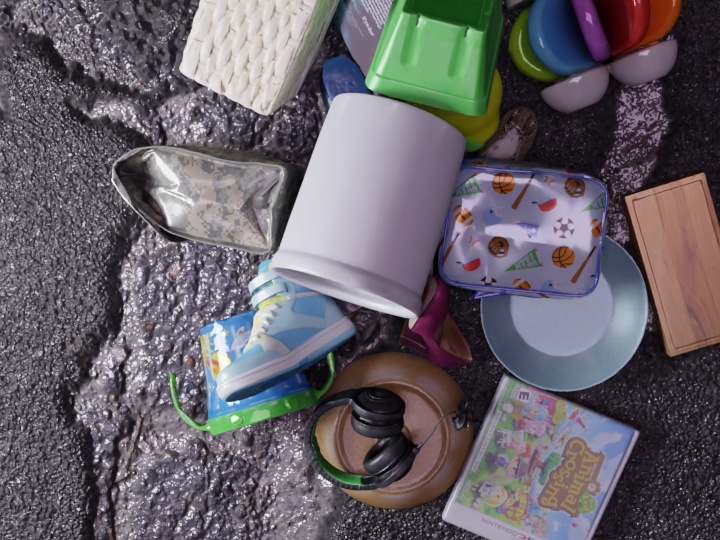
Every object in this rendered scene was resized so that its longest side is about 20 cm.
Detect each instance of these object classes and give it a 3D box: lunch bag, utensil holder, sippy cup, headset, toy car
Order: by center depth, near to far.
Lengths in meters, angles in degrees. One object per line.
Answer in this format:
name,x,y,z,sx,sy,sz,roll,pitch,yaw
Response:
utensil holder,0.013,-0.069,1.197,0.169,0.170,0.201,19,82,2
toy car,0.265,-0.282,1.241,0.199,0.150,0.176,-21,95,6
lunch bag,0.182,-0.044,1.272,0.199,0.076,0.161,6,102,4
lunch bag,-0.180,-0.088,1.284,0.199,0.164,0.118,11,95,3
headset,0.033,0.191,1.318,0.199,0.094,0.124,-11,107,17
sippy cup,-0.132,0.117,1.327,0.139,0.177,0.131,-23,82,46

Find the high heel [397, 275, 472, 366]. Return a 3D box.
high heel,0.104,0.061,1.273,0.096,0.200,0.068,18,73,0

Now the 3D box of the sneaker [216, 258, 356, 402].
sneaker,-0.109,0.061,1.248,0.079,0.200,0.131,-38,82,44

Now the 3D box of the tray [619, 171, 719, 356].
tray,0.388,-0.008,1.319,0.098,0.037,0.201,-17,95,6

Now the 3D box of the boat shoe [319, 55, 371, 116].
boat shoe,0.005,-0.156,1.316,0.084,0.069,0.201,-11,90,-8

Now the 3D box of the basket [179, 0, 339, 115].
basket,-0.109,-0.294,1.249,0.135,0.123,0.201,26,117,0

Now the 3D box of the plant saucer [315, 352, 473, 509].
plant saucer,0.041,0.203,1.365,0.199,0.035,0.201,0,96,3

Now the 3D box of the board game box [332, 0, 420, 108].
board game box,0.062,-0.259,1.317,0.135,0.028,0.201,-27,93,5

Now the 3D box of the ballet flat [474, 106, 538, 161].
ballet flat,0.153,-0.106,1.319,0.067,0.046,0.201,31,97,1

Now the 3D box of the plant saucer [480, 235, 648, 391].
plant saucer,0.244,0.044,1.333,0.200,0.039,0.202,0,95,3

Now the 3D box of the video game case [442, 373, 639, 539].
video game case,0.222,0.252,1.362,0.181,0.022,0.201,23,97,-1

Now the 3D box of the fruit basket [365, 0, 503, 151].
fruit basket,0.094,-0.231,1.231,0.155,0.216,0.217,14,97,2

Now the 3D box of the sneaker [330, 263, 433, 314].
sneaker,0.000,0.000,1.334,0.199,0.082,0.075,-8,121,21
